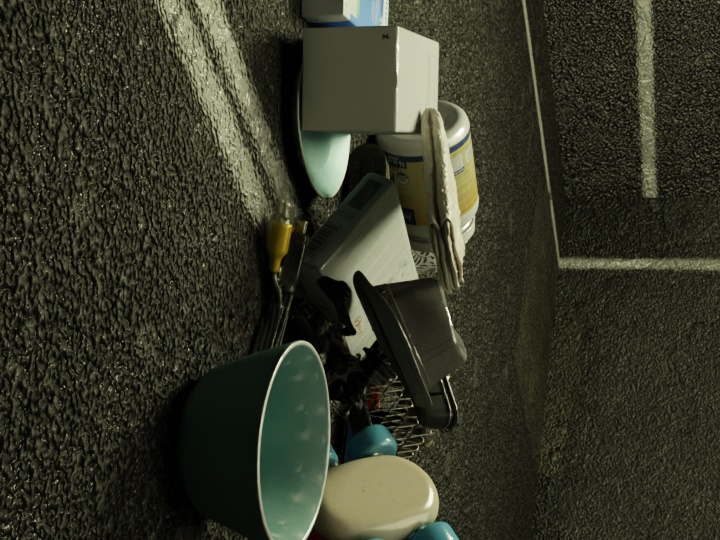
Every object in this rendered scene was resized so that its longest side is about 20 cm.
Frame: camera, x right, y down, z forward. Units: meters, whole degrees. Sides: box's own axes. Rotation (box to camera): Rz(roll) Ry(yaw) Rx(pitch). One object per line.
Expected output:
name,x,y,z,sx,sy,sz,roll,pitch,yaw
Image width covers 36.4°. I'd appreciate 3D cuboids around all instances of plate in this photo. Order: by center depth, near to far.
plate,-0.052,-0.190,1.364,0.200,0.025,0.202,0,90,-73

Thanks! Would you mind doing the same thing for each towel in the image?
towel,0.099,-0.085,1.311,0.133,0.034,0.201,74,12,-49

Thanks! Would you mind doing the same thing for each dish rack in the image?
dish rack,0.046,0.181,1.445,0.200,0.054,0.154,-58,-143,43

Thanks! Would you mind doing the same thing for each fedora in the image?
fedora,0.067,0.067,1.303,0.200,0.090,0.178,-129,-165,-75

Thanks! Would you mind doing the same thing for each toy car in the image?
toy car,-0.012,0.324,1.316,0.176,0.185,0.201,-5,135,-35

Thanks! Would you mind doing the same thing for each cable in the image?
cable,-0.097,0.023,1.237,0.097,0.050,0.202,88,16,-85

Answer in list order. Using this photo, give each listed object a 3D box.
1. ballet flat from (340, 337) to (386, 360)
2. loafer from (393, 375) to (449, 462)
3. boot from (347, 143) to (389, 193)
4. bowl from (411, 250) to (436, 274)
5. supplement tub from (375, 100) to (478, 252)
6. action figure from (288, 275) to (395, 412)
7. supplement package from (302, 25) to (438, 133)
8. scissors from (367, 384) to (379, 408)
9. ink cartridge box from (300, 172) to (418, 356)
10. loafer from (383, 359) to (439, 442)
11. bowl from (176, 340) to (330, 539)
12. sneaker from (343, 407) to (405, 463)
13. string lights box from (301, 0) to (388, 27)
ballet flat,0.008,0.107,1.535,0.200,0.046,0.068,39,52,-69
loafer,0.085,0.215,1.619,0.076,0.067,0.201,-82,-162,-60
boot,0.023,-0.057,1.544,0.138,0.077,0.202,60,35,-67
bowl,0.135,-0.090,1.867,0.201,0.093,0.203,1,90,-74
supplement tub,0.106,-0.143,1.681,0.145,0.143,0.201,-68,152,-50
action figure,-0.026,0.112,1.316,0.102,0.118,0.201,-116,-175,-55
supplement package,0.016,-0.228,1.339,0.200,0.119,0.123,-17,110,-72
scissors,0.023,0.172,1.651,0.073,0.014,0.201,63,31,-54
ink cartridge box,0.000,0.000,1.409,0.163,0.057,0.201,-50,149,-26
loafer,0.069,0.142,1.533,0.073,0.070,0.202,25,55,-61
bowl,-0.107,0.167,1.061,0.201,0.104,0.203,0,90,-72
sneaker,0.018,0.290,1.523,0.070,0.077,0.202,42,50,-68
string lights box,-0.015,-0.352,1.422,0.200,0.058,0.104,13,78,-73
